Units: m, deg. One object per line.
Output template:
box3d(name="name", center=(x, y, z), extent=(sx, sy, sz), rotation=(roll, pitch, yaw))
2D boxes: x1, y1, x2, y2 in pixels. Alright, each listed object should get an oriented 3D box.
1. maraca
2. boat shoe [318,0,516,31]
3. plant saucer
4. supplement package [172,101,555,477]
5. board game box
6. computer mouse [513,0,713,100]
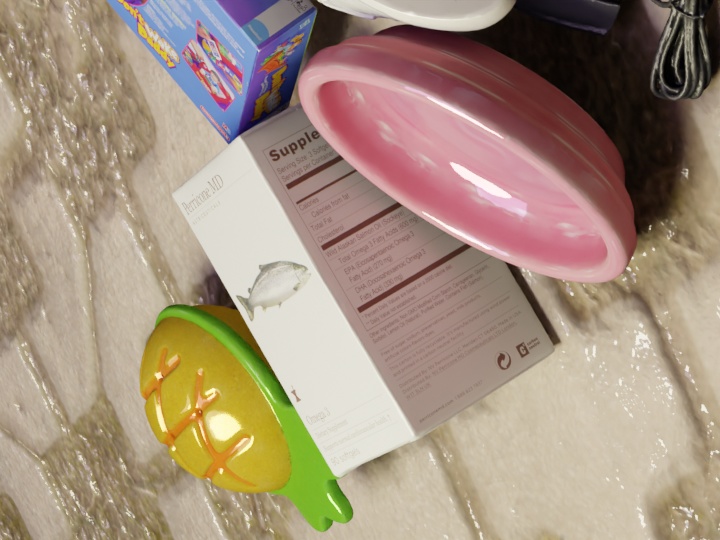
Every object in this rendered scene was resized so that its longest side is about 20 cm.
box3d(name="maraca", center=(-0.075, 0.098, 1.621), extent=(0.200, 0.107, 0.138), rotation=(36, 148, 34))
box3d(name="boat shoe", center=(0.003, -0.162, 1.250), extent=(0.199, 0.072, 0.068), rotation=(16, 167, 29))
box3d(name="plant saucer", center=(0.063, -0.067, 1.275), extent=(0.200, 0.051, 0.201), rotation=(29, 166, 8))
box3d(name="supplement package", center=(0.000, 0.000, 1.423), extent=(0.201, 0.117, 0.117), rotation=(59, 151, 2))
box3d(name="board game box", center=(-0.113, -0.183, 1.408), extent=(0.200, 0.045, 0.135), rotation=(50, 159, 10))
box3d(name="computer mouse", center=(0.099, -0.176, 1.202), extent=(0.200, 0.046, 0.141), rotation=(41, 145, 29))
